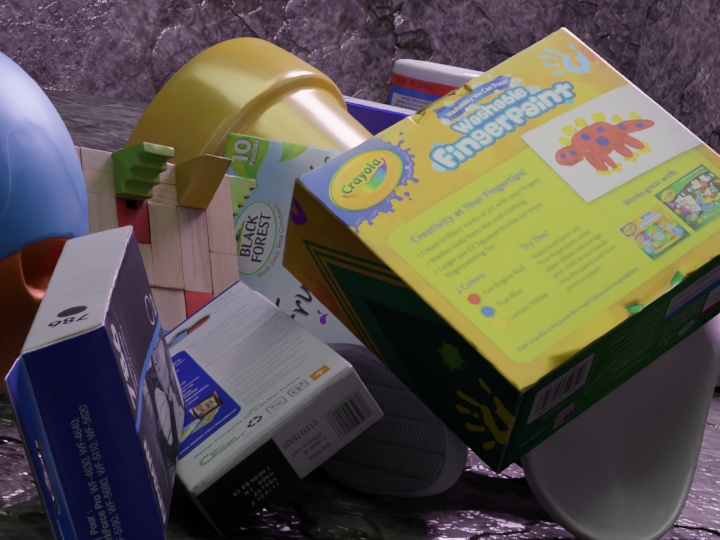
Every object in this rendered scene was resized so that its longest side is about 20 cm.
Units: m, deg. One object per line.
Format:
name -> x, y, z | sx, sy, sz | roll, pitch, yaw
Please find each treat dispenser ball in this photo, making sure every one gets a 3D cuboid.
treat dispenser ball -> -0.233, -0.024, 0.941 | 0.199, 0.203, 0.201 | 10, 8, -1

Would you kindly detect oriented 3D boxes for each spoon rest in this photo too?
spoon rest -> 0.149, 0.068, 1.016 | 0.099, 0.061, 0.200 | 43, 45, 0

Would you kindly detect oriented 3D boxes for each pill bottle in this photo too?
pill bottle -> 0.065, -0.074, 1.654 | 0.111, 0.202, 0.112 | 10, 8, -1

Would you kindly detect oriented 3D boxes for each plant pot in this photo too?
plant pot -> -0.046, -0.035, 1.356 | 0.188, 0.202, 0.200 | 32, 17, 24

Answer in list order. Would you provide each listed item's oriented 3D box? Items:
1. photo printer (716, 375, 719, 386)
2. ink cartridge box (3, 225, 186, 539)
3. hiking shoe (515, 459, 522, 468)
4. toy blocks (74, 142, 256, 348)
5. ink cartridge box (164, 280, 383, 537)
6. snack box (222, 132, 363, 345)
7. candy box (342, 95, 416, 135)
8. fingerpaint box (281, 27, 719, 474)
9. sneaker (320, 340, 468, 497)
photo printer -> 0.207, 0.036, 1.537 | 0.165, 0.070, 0.199 | 4, 10, -36
ink cartridge box -> -0.109, 0.054, 0.828 | 0.039, 0.100, 0.200 | -13, 17, 3
hiking shoe -> 0.059, 0.052, 1.081 | 0.200, 0.076, 0.101 | 47, -10, -6
toy blocks -> -0.136, 0.008, 1.106 | 0.099, 0.138, 0.199 | -14, -14, 36
ink cartridge box -> -0.064, 0.063, 0.961 | 0.094, 0.037, 0.200 | -37, 22, -8
snack box -> 0.000, 0.000, 1.221 | 0.198, 0.143, 0.053 | 9, -24, 5
candy box -> -0.026, -0.052, 1.505 | 0.199, 0.171, 0.077 | 15, 12, 28
fingerpaint box -> 0.088, -0.016, 0.993 | 0.199, 0.074, 0.167 | -32, 62, -31
sneaker -> -0.006, 0.069, 1.037 | 0.070, 0.074, 0.199 | 5, 11, -44
